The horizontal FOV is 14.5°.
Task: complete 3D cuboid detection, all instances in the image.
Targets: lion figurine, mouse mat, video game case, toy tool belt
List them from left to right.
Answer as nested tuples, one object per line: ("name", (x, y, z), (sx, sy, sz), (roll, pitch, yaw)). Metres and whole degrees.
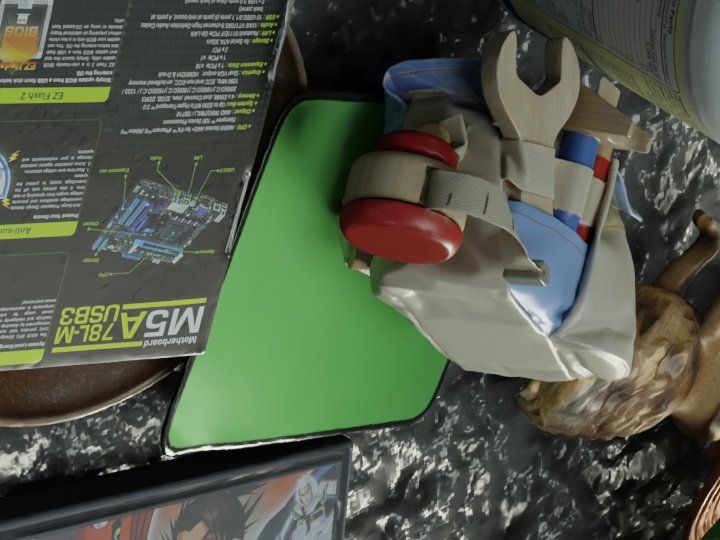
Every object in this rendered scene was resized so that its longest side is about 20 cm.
("video game case", (-0.091, 0.170, 1.199), (0.199, 0.025, 0.182), (-10, 113, -40))
("mouse mat", (0.000, 0.000, 1.179), (0.199, 0.008, 0.162), (-2, 117, -55))
("toy tool belt", (0.051, -0.040, 1.120), (0.200, 0.124, 0.124), (43, 55, -60))
("lion figurine", (0.156, 0.044, 1.329), (0.123, 0.072, 0.200), (-54, 140, 5))

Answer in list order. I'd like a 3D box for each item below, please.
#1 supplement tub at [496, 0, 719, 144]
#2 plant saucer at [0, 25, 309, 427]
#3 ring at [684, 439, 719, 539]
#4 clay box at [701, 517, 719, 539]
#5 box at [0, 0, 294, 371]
("supplement tub", (0.152, -0.128, 1.118), (0.144, 0.200, 0.146), (-22, 129, -30))
("plant saucer", (-0.110, -0.037, 1.067), (0.200, 0.037, 0.202), (-23, 130, -30))
("ring", (0.229, 0.063, 1.393), (0.200, 0.019, 0.201), (-37, 157, -18))
("clay box", (0.224, 0.184, 1.350), (0.115, 0.047, 0.201), (-39, 126, -42))
("box", (-0.120, -0.057, 0.988), (0.199, 0.047, 0.194), (-5, 121, -40))
